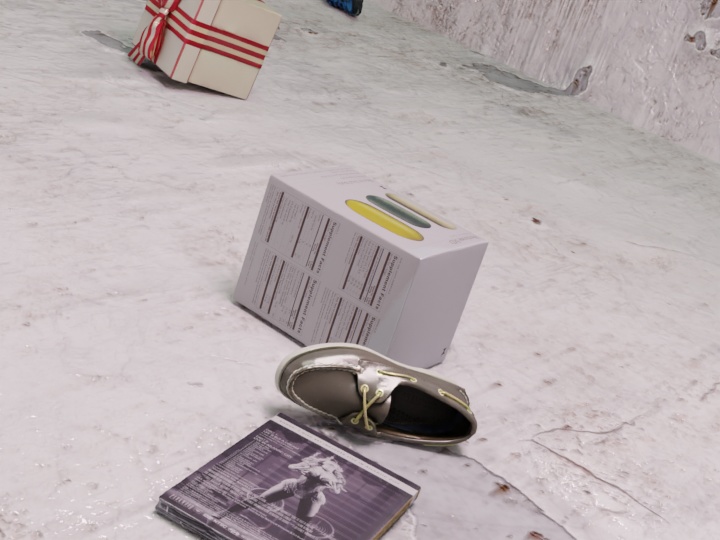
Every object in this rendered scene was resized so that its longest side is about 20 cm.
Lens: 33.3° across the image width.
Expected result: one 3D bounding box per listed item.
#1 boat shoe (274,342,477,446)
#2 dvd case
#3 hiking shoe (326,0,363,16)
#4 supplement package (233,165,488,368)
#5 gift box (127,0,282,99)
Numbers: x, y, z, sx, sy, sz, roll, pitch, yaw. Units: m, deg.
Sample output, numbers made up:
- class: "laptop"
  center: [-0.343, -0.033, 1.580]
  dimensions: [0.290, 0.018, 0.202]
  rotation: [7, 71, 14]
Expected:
- class: "boat shoe"
  center: [0.018, 0.119, 1.123]
  dimensions: [0.200, 0.073, 0.060]
  rotation: [14, 16, -24]
- class: "dvd case"
  center: [-0.052, 0.185, 0.977]
  dimensions: [0.147, 0.016, 0.200]
  rotation: [25, 22, 17]
- class: "hiking shoe"
  center: [-0.049, -0.699, 3.102]
  dimensions: [0.086, 0.075, 0.200]
  rotation: [3, 15, -19]
- class: "supplement package"
  center: [0.000, 0.000, 1.287]
  dimensions: [0.199, 0.152, 0.151]
  rotation: [30, 23, 26]
- class: "gift box"
  center: [-0.278, -0.407, 2.028]
  dimensions: [0.185, 0.186, 0.199]
  rotation: [11, 17, -44]
